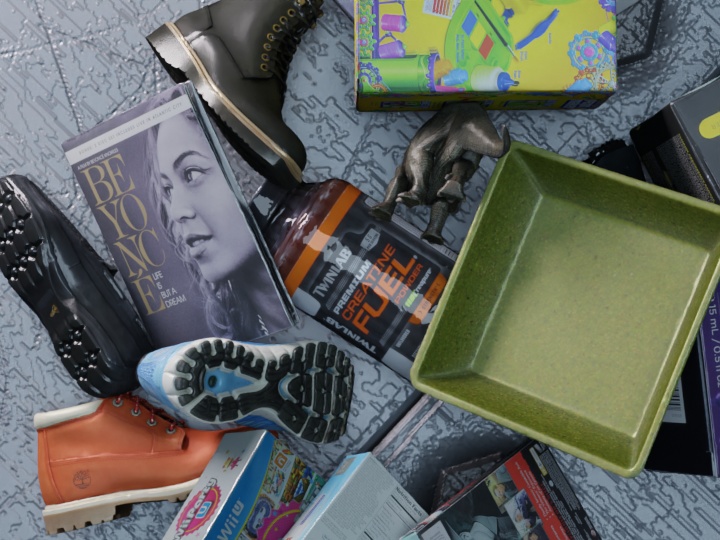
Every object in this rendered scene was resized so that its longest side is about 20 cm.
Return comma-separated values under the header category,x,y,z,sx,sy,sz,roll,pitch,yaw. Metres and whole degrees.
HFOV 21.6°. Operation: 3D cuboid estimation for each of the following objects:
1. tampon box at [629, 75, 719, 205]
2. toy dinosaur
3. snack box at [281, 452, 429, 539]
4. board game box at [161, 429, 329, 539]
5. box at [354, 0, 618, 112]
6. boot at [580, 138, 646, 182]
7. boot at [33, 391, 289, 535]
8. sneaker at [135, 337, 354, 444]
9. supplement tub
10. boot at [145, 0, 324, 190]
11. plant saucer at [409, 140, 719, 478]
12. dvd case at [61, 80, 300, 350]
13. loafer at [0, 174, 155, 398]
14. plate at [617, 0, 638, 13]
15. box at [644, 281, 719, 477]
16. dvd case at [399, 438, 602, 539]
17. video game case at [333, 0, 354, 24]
category,x,y,z,sx,sy,sz,roll,pitch,yaw
tampon box,0.308,-0.094,1.427,0.150,0.200,0.126,-27,89,-2
toy dinosaur,0.061,-0.085,1.411,0.077,0.200,0.102,19,65,-3
snack box,0.031,0.245,1.390,0.200,0.037,0.116,48,59,-14
board game box,-0.053,0.236,1.402,0.200,0.064,0.148,43,61,-24
box,0.091,-0.225,1.419,0.192,0.122,0.200,0,88,0
boot,0.156,0.004,1.481,0.200,0.076,0.168,-27,92,-9
boot,-0.159,0.134,1.478,0.200,0.075,0.107,-13,83,-1
sneaker,-0.086,0.083,1.448,0.200,0.090,0.078,16,83,-43
supplement tub,0.000,0.000,1.466,0.200,0.107,0.107,32,88,1
boot,-0.065,-0.163,1.450,0.138,0.077,0.200,-37,56,-6
plant saucer,0.160,0.028,1.364,0.200,0.048,0.200,21,87,33
dvd case,-0.141,-0.031,1.452,0.149,0.016,0.200,-20,96,41
loafer,-0.227,0.010,1.486,0.068,0.070,0.201,-43,73,36
plate,0.112,-0.263,1.515,0.200,0.032,0.200,-33,89,-1
box,0.315,0.070,1.436,0.200,0.104,0.148,-8,91,-23
dvd case,0.121,0.223,1.430,0.022,0.200,0.146,-31,89,36
video game case,0.042,-0.248,1.489,0.143,0.019,0.200,-41,90,-1
